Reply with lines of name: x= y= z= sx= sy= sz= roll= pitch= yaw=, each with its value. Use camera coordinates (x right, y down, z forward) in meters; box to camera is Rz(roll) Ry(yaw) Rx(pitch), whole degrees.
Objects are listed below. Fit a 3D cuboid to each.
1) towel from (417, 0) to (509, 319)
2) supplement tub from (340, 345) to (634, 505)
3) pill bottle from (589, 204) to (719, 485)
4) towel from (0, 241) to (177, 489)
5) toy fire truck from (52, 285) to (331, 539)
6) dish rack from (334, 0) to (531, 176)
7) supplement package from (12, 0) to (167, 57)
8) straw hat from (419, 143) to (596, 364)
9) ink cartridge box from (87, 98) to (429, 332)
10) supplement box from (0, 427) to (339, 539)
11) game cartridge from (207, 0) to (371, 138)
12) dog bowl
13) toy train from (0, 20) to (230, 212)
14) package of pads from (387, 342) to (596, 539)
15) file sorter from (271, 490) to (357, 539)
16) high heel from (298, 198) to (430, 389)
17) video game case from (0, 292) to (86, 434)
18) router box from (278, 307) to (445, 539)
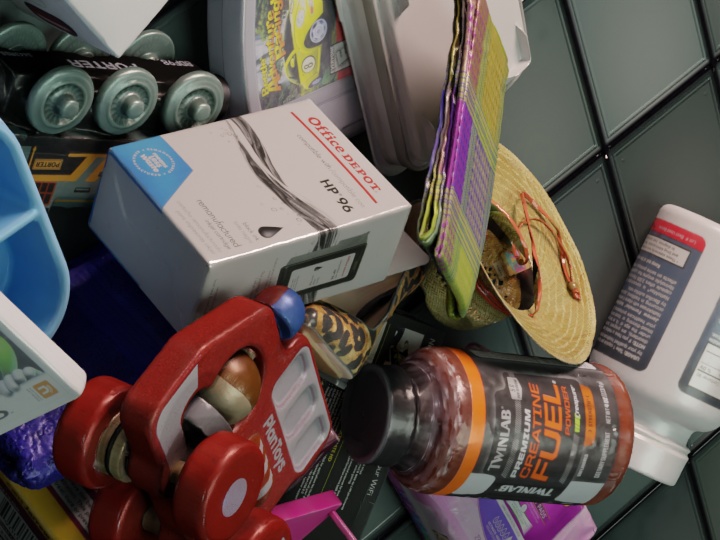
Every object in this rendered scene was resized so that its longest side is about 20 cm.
towel: x=0.068 y=-0.081 z=1.649 sx=0.144 sy=0.023 sz=0.201 roll=60 pitch=36 yaw=-68
supplement tub: x=0.088 y=0.110 z=1.775 sx=0.200 sy=0.107 sz=0.107 roll=6 pitch=105 yaw=-29
pill bottle: x=0.250 y=0.060 z=1.975 sx=0.119 sy=0.119 sz=0.200 roll=24 pitch=92 yaw=-45
towel: x=-0.167 y=0.043 z=1.572 sx=0.200 sy=0.148 sz=0.050 roll=-31 pitch=141 yaw=-27
toy fire truck: x=-0.084 y=0.096 z=1.502 sx=0.168 sy=0.112 sz=0.200 roll=-54 pitch=151 yaw=-28
dish rack: x=0.059 y=-0.176 z=1.721 sx=0.172 sy=0.043 sz=0.200 roll=-46 pitch=139 yaw=-34
supplement package: x=-0.175 y=-0.254 z=1.454 sx=0.156 sy=0.111 sz=0.200 roll=-51 pitch=134 yaw=-12
straw hat: x=0.087 y=0.000 z=1.816 sx=0.085 sy=0.201 sz=0.201 roll=-28 pitch=140 yaw=23
ink cartridge box: x=-0.053 y=-0.039 z=1.566 sx=0.200 sy=0.116 sz=0.068 roll=-17 pitch=142 yaw=-37
supplement box: x=-0.136 y=0.127 z=1.632 sx=0.200 sy=0.131 sz=0.103 roll=-34 pitch=171 yaw=-25
game cartridge: x=-0.046 y=-0.164 z=1.648 sx=0.133 sy=0.041 sz=0.200 roll=-26 pitch=125 yaw=-41
dog bowl: x=-0.232 y=-0.020 z=1.456 sx=0.111 sy=0.050 sz=0.200 roll=-37 pitch=135 yaw=-23
toy train: x=-0.172 y=-0.089 z=1.559 sx=0.200 sy=0.085 sz=0.114 roll=-1 pitch=123 yaw=-44
package of pads: x=0.096 y=0.163 z=1.915 sx=0.120 sy=0.076 sz=0.200 roll=-44 pitch=132 yaw=-16
file sorter: x=-0.079 y=0.264 z=1.684 sx=0.200 sy=0.126 sz=0.139 roll=-42 pitch=166 yaw=17
high heel: x=0.000 y=0.000 z=1.648 sx=0.143 sy=0.071 sz=0.200 roll=-60 pitch=171 yaw=-5
video game case: x=-0.288 y=0.039 z=1.434 sx=0.200 sy=0.182 sz=0.023 roll=47 pitch=32 yaw=-29
router box: x=-0.037 y=0.111 z=1.786 sx=0.149 sy=0.051 sz=0.200 roll=21 pitch=92 yaw=-45
